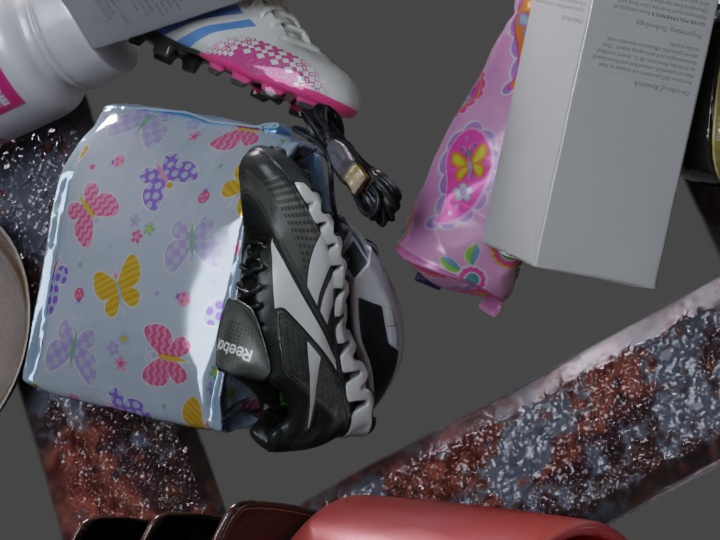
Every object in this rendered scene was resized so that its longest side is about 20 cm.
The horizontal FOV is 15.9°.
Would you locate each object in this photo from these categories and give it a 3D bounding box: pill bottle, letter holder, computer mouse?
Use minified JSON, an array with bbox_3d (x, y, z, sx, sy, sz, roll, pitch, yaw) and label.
[{"bbox_3d":[-0.265,-0.146,1.821,0.200,0.113,0.114,-23,66,22],"label":"pill bottle"},{"bbox_3d":[-0.086,0.194,1.577,0.100,0.200,0.142,27,90,32],"label":"letter holder"},{"bbox_3d":[0.000,0.000,1.628,0.044,0.200,0.110,-18,35,-21],"label":"computer mouse"}]

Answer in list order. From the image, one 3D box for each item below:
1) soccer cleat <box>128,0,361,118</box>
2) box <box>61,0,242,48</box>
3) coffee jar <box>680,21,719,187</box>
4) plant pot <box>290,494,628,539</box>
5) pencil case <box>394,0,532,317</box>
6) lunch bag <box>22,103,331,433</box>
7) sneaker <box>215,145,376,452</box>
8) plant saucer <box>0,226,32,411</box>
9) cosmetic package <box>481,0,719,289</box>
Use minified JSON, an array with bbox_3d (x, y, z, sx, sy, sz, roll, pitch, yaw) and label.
[{"bbox_3d":[-0.074,-0.165,1.747,0.200,0.070,0.087,24,88,32],"label":"soccer cleat"},{"bbox_3d":[-0.111,-0.262,1.731,0.200,0.106,0.153,-16,45,16],"label":"box"},{"bbox_3d":[0.282,-0.095,1.521,0.200,0.085,0.105,5,83,29],"label":"coffee jar"},{"bbox_3d":[0.049,0.222,1.513,0.177,0.200,0.201,16,84,41],"label":"plant pot"},{"bbox_3d":[0.096,-0.075,1.624,0.087,0.087,0.200,25,90,32],"label":"pencil case"},{"bbox_3d":[-0.111,-0.003,1.692,0.169,0.127,0.201,10,92,31],"label":"lunch bag"},{"bbox_3d":[-0.052,0.025,1.582,0.066,0.090,0.200,14,122,55],"label":"sneaker"},{"bbox_3d":[-0.311,0.048,1.842,0.200,0.032,0.201,-8,73,28],"label":"plant saucer"},{"bbox_3d":[0.142,-0.099,1.532,0.108,0.085,0.201,-144,63,-71],"label":"cosmetic package"}]
